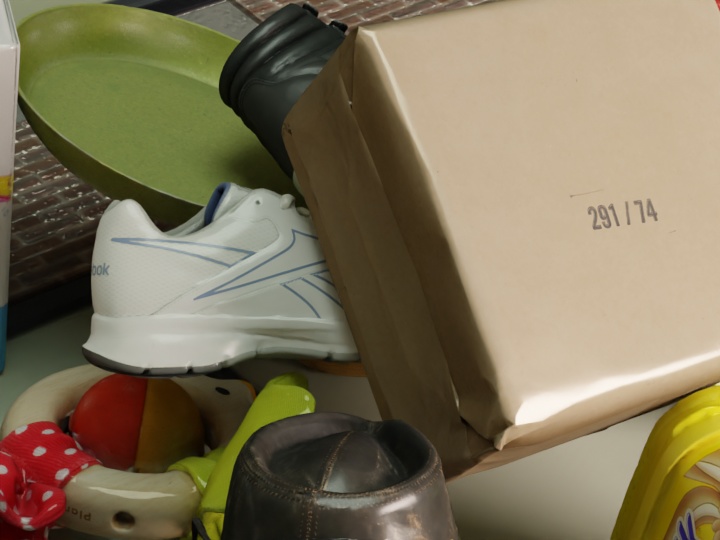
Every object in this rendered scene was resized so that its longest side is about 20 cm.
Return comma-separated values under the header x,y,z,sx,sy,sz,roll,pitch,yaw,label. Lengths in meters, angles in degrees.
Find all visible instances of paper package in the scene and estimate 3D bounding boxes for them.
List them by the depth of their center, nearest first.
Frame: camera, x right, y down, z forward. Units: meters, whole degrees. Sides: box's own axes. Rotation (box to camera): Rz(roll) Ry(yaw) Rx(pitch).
x,y,z,sx,sy,sz,roll,pitch,yaw,label
0.088,-0.024,0.894,0.199,0.103,0.192,-14,79,-31,paper package

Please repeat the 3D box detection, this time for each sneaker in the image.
x,y,z,sx,sy,sz,roll,pitch,yaw,label
-0.031,0.002,0.921,0.198,0.088,0.074,-3,1,-21,sneaker
0.007,-0.100,1.038,0.099,0.071,0.199,46,35,20,sneaker

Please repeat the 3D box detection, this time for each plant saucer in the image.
x,y,z,sx,sy,sz,roll,pitch,yaw,label
-0.092,-0.074,1.026,0.198,0.031,0.201,20,29,-11,plant saucer

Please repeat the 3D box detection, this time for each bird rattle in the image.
x,y,z,sx,sy,sz,roll,pitch,yaw,label
-0.114,0.097,0.938,0.198,0.114,0.163,-2,24,-1,bird rattle

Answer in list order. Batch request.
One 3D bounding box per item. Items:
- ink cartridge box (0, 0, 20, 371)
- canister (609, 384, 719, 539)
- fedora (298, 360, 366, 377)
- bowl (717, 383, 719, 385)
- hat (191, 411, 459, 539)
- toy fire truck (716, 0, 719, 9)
x,y,z,sx,sy,sz,roll,pitch,yaw,label
-0.254,-0.066,0.996,0.145,0.201,0.147,-3,39,-17,ink cartridge box
0.179,0.170,0.847,0.086,0.149,0.201,0,41,-15,canister
0.000,0.000,1.070,0.198,0.082,0.201,1,33,-1,fedora
0.158,-0.008,1.082,0.200,0.094,0.202,27,51,-40,bowl
-0.009,0.100,0.793,0.198,0.082,0.201,1,5,0,hat
0.288,-0.185,1.397,0.140,0.049,0.201,7,37,-5,toy fire truck
